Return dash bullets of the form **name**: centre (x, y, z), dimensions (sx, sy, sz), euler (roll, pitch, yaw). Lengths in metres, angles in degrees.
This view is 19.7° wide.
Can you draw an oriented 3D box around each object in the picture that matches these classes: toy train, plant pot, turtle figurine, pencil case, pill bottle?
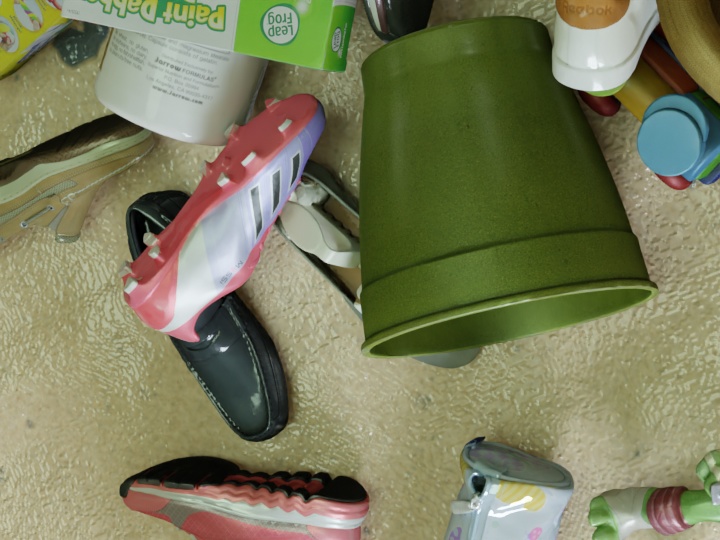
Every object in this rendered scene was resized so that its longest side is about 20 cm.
- **toy train**: centre (0.165, -0.139, 1.348), dimensions (0.200, 0.116, 0.085), euler (47, 111, 10)
- **plant pot**: centre (0.079, -0.058, 1.369), dimensions (0.199, 0.200, 0.195), euler (-16, 80, 24)
- **turtle figurine**: centre (0.238, 0.186, 1.332), dimensions (0.193, 0.144, 0.201), euler (-20, 46, 42)
- **pencil case**: centre (0.088, 0.222, 1.445), dimensions (0.083, 0.091, 0.202), euler (18, 105, 20)
- **pill bottle**: centre (-0.106, -0.200, 1.456), dimensions (0.114, 0.114, 0.201), euler (25, 106, 18)

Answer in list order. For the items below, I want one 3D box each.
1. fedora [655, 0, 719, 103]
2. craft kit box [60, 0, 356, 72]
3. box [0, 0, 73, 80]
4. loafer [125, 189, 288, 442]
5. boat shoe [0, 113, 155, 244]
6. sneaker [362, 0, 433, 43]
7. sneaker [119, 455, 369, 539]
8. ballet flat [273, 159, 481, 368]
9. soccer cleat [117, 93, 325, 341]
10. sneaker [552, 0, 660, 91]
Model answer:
- **fedora**: centre (0.268, -0.160, 1.295), dimensions (0.199, 0.082, 0.202), euler (4, 66, -9)
- **craft kit box**: centre (-0.088, -0.245, 1.362), dimensions (0.198, 0.048, 0.199), euler (13, 100, 20)
- **box**: centre (-0.254, -0.221, 1.501), dimensions (0.200, 0.048, 0.118), euler (-27, 97, 51)
- **loafer**: centre (-0.117, 0.036, 1.517), dimensions (0.068, 0.070, 0.202), euler (-28, 86, 24)
- **boat shoe**: centre (-0.228, -0.058, 1.561), dimensions (0.199, 0.072, 0.077), euler (-18, 104, 31)
- **sneaker**: centre (0.065, -0.233, 1.320), dimensions (0.115, 0.076, 0.202), euler (13, 117, 22)
- **sneaker**: centre (-0.091, 0.192, 1.526), dimensions (0.199, 0.074, 0.088), euler (6, 101, 22)
- **ballet flat**: centre (0.000, 0.000, 1.466), dimensions (0.200, 0.064, 0.067), euler (44, 111, 11)
- **soccer cleat**: centre (-0.086, -0.037, 1.444), dimensions (0.076, 0.067, 0.200), euler (37, 100, -29)
- **sneaker**: centre (0.166, -0.199, 1.294), dimensions (0.072, 0.201, 0.085), euler (6, 129, 14)
